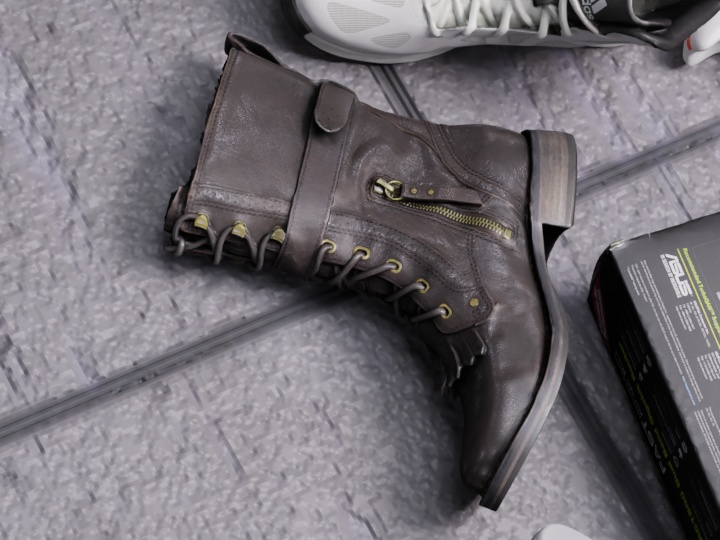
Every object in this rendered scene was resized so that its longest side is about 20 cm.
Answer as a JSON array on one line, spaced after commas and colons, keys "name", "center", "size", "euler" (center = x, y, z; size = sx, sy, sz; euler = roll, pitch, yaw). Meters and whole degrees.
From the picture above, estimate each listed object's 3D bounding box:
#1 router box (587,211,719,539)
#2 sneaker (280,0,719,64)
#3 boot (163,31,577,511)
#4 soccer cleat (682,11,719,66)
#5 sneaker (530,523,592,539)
[{"name": "router box", "center": [0.205, 0.063, 1.246], "size": [0.149, 0.062, 0.201], "euler": [-16, 70, -12]}, {"name": "sneaker", "center": [0.071, -0.132, 1.271], "size": [0.200, 0.115, 0.076], "euler": [-3, 94, -21]}, {"name": "boot", "center": [0.000, 0.000, 1.230], "size": [0.173, 0.069, 0.201], "euler": [11, 58, -8]}, {"name": "soccer cleat", "center": [0.246, -0.093, 1.356], "size": [0.199, 0.069, 0.085], "euler": [26, 68, -2]}, {"name": "sneaker", "center": [0.111, 0.192, 1.164], "size": [0.200, 0.099, 0.071], "euler": [40, 26, -19]}]
